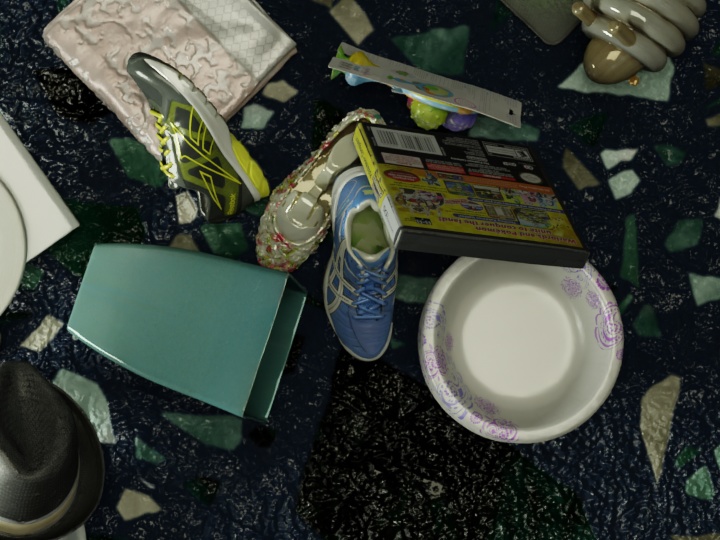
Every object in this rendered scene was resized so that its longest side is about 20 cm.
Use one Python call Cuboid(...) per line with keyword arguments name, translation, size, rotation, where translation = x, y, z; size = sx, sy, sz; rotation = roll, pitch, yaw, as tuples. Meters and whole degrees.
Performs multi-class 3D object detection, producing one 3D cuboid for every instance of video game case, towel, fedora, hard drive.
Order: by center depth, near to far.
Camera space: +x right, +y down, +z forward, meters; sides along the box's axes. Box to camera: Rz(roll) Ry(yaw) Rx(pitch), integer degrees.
Cuboid(name="fedora", translation=(-0.326, 0.160, 1.506), size=(0.199, 0.092, 0.202), rotation=(14, 47, -15))
Cuboid(name="video game case", translation=(0.104, -0.074, 1.532), size=(0.198, 0.181, 0.026), rotation=(6, 126, -21))
Cuboid(name="hard drive", translation=(-0.394, -0.091, 1.583), size=(0.132, 0.026, 0.201), rotation=(-35, 100, -5))
Cuboid(name="towel", translation=(-0.195, -0.236, 1.625), size=(0.191, 0.032, 0.200), rotation=(-44, 86, -5))

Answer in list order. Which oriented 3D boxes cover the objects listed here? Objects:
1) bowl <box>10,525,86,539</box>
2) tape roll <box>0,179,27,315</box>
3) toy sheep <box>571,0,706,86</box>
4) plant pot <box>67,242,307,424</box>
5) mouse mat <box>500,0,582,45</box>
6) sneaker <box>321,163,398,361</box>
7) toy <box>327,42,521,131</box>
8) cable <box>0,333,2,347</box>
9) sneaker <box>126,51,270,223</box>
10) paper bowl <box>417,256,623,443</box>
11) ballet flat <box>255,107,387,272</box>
Cuboid(name="bowl", translation=(-0.374, 0.275, 1.540), size=(0.199, 0.090, 0.203), rotation=(0, 84, -2))
Cuboid(name="tape roll", translation=(-0.430, -0.022, 1.549), size=(0.201, 0.037, 0.205), rotation=(-1, 94, -10))
Cuboid(name="toy sheep", translation=(0.289, -0.277, 1.593), size=(0.137, 0.138, 0.201), rotation=(33, 96, 2))
Cuboid(name="plant pot", translation=(-0.173, 0.049, 1.547), size=(0.199, 0.141, 0.142), rotation=(18, 84, 8))
Cuboid(name="mouse mat", translation=(0.186, -0.356, 1.661), size=(0.200, 0.008, 0.161), rotation=(43, 85, 4))
Cuboid(name="sneaker", translation=(0.000, 0.000, 1.562), size=(0.075, 0.077, 0.202), rotation=(-6, 110, -6))
Cuboid(name="toy", translation=(0.063, -0.174, 1.597), size=(0.199, 0.115, 0.047), rotation=(21, 110, -1))
Cuboid(name="cable", translation=(-0.445, 0.123, 1.571), size=(0.199, 0.050, 0.098), rotation=(-26, 81, -4))
Cuboid(name="sneaker", translation=(-0.172, -0.127, 1.562), size=(0.085, 0.074, 0.200), rotation=(-42, 113, -5))
Cuboid(name="paper bowl", translation=(0.156, 0.071, 1.568), size=(0.199, 0.104, 0.202), rotation=(0, 84, -1))
Cuboid(name="ballet flat", translation=(-0.043, -0.086, 1.598), size=(0.075, 0.064, 0.201), rotation=(34, 85, 1))
